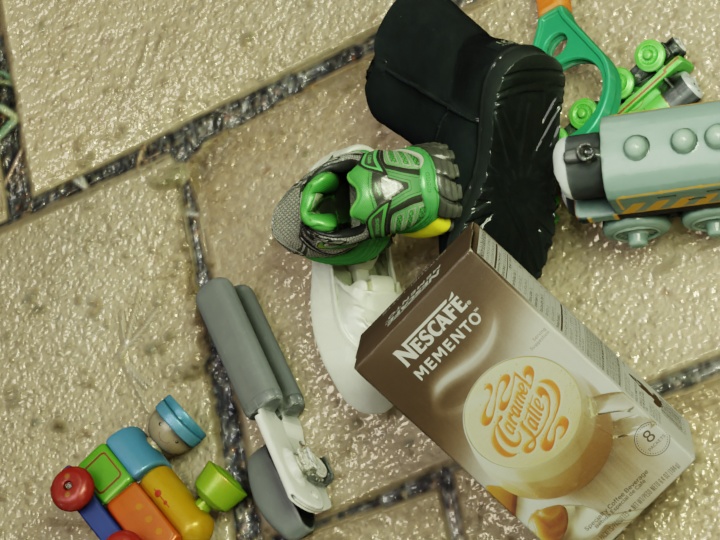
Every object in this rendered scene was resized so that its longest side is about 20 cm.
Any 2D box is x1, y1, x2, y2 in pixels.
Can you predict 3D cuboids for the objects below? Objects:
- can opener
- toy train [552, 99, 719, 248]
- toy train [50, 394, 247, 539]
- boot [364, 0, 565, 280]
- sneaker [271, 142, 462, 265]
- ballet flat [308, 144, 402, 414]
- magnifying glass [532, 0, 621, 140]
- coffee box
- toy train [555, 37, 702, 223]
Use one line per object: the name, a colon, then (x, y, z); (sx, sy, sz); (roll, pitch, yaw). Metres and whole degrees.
can opener: (-0.075, 0.097, 1.765); (0.066, 0.053, 0.201); (-34, 61, 22)
toy train: (0.221, -0.070, 1.565); (0.199, 0.114, 0.086); (-6, 73, 16)
toy train: (-0.127, 0.189, 1.765); (0.116, 0.085, 0.200); (-44, 57, 0)
boot: (0.064, -0.081, 1.662); (0.168, 0.076, 0.201); (36, 123, 55)
sneaker: (-0.014, -0.049, 1.639); (0.200, 0.085, 0.078); (-20, 74, 61)
ballet flat: (0.000, 0.000, 1.728); (0.069, 0.069, 0.201); (-20, 64, 27)
magnifying glass: (0.138, -0.159, 1.685); (0.079, 0.022, 0.201); (-28, 50, 30)
coffee box: (0.105, 0.082, 1.572); (0.200, 0.080, 0.114); (42, 104, -7)
toy train: (0.154, -0.080, 1.673); (0.200, 0.042, 0.057); (-42, 69, 17)
